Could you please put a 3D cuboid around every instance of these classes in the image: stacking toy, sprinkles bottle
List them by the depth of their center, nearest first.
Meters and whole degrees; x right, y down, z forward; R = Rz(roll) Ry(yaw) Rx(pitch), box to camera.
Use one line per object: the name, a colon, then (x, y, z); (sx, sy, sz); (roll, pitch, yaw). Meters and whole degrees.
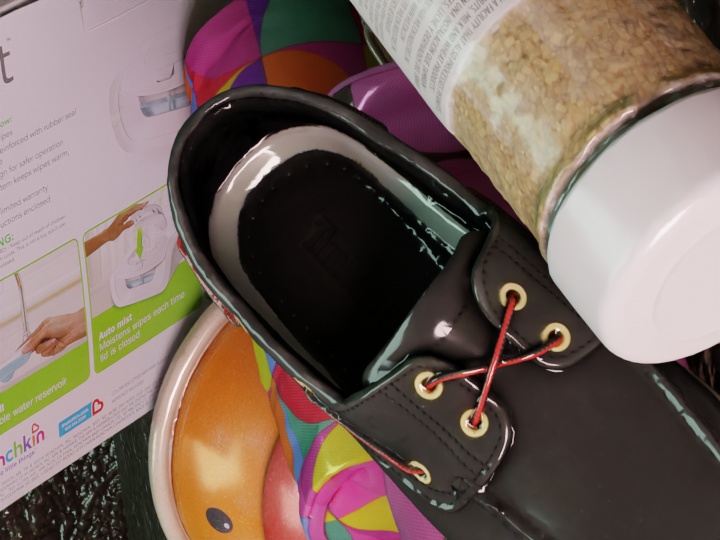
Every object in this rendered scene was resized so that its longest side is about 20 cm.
sprinkles bottle: (0.037, -0.069, 0.680); (0.200, 0.068, 0.068); (55, 157, 32)
stacking toy: (0.028, 0.082, 0.924); (0.200, 0.145, 0.147); (32, 132, 55)

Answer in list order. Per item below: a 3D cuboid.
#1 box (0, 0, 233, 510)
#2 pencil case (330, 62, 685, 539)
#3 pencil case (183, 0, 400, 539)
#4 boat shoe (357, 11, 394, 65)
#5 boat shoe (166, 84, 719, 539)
box: (-0.112, -0.037, 0.950); (0.096, 0.200, 0.177); (16, 124, 34)
pencil case: (0.051, 0.027, 0.755); (0.093, 0.090, 0.201); (-33, 60, 34)
pencil case: (0.000, 0.000, 0.879); (0.089, 0.088, 0.201); (97, 159, -57)
boat shoe: (0.013, -0.127, 0.891); (0.072, 0.075, 0.201); (92, 166, -56)
boat shoe: (0.026, 0.025, 0.678); (0.201, 0.074, 0.063); (40, 179, 29)
